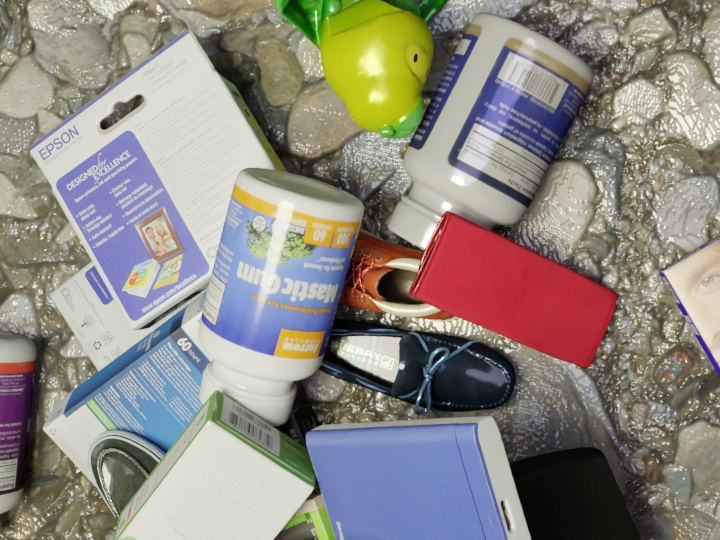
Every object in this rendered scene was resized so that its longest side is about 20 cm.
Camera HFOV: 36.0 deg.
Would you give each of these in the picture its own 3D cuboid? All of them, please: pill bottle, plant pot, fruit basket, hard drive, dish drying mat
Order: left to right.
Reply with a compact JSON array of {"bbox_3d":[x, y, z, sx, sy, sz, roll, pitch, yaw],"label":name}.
[{"bbox_3d":[-0.377,0.160,1.066,0.111,0.112,0.202,7,92,12],"label":"pill bottle"},{"bbox_3d":[-0.074,0.024,0.935,0.111,0.112,0.202,18,102,11],"label":"pill bottle"},{"bbox_3d":[0.012,-0.220,0.937,0.216,0.216,0.156,45,98,8],"label":"fruit basket"},{"bbox_3d":[0.041,0.177,0.817,0.199,0.025,0.133,-13,95,52],"label":"hard drive"},{"bbox_3d":[0.106,-0.107,0.961,0.119,0.120,0.201,29,96,10],"label":"pill bottle"},{"bbox_3d":[0.126,0.250,0.907,0.199,0.176,0.202,-29,81,52],"label":"plant pot"},{"bbox_3d":[0.134,0.020,0.948,0.199,0.018,0.077,23,95,-27],"label":"dish drying mat"}]

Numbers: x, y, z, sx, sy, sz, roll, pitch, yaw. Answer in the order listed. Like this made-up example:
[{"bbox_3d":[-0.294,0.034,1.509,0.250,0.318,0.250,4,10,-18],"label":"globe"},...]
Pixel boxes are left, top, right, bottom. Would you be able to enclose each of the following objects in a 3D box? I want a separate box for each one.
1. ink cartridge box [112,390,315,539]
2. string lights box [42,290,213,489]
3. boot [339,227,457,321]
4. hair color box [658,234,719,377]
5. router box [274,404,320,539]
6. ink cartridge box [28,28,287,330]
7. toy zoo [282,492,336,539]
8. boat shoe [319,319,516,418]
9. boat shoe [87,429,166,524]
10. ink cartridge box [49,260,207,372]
[{"bbox_3d":[-0.135,0.209,0.911,0.103,0.059,0.201,34,104,-13],"label":"ink cartridge box"},{"bbox_3d":[-0.184,0.117,1.036,0.199,0.059,0.103,-35,106,9],"label":"string lights box"},{"bbox_3d":[0.000,0.000,0.991,0.198,0.107,0.076,11,94,13],"label":"boot"},{"bbox_3d":[0.352,0.060,0.939,0.109,0.065,0.201,-31,83,11],"label":"hair color box"},{"bbox_3d":[-0.077,0.246,1.028,0.149,0.062,0.202,-26,85,13],"label":"router box"},{"bbox_3d":[-0.176,-0.081,1.020,0.197,0.047,0.201,-32,83,12],"label":"ink cartridge box"},{"bbox_3d":[-0.044,0.301,0.952,0.131,0.020,0.202,-25,85,37],"label":"toy zoo"},{"bbox_3d":[0.040,0.093,1.001,0.198,0.069,0.085,5,91,12],"label":"boat shoe"},{"bbox_3d":[-0.177,0.227,0.980,0.072,0.071,0.201,-40,85,8],"label":"boat shoe"},{"bbox_3d":[-0.194,0.006,1.065,0.199,0.039,0.100,-35,83,11],"label":"ink cartridge box"}]
